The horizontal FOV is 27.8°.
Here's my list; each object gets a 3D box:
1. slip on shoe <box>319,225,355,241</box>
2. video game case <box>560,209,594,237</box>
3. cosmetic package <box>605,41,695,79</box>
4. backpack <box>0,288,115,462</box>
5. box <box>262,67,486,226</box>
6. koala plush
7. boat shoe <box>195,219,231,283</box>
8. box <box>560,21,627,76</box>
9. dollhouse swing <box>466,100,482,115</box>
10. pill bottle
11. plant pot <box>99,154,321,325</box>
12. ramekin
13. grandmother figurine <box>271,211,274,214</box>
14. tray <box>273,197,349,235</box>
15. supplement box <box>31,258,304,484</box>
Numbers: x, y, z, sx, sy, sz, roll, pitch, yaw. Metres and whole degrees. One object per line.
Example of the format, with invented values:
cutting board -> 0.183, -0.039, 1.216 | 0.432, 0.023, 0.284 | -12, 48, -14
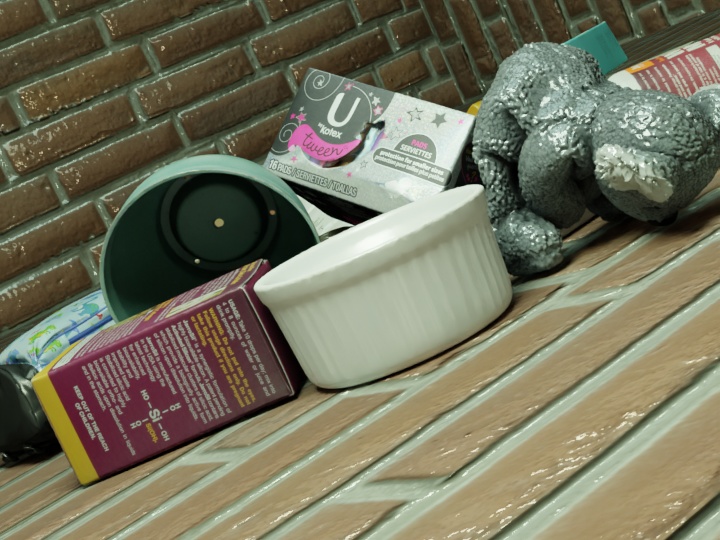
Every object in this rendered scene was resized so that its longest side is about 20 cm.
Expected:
slip on shoe -> 0.000, 0.000, 1.516 | 0.076, 0.061, 0.200 | -24, -11, 6
video game case -> 0.172, -0.095, 1.449 | 0.182, 0.024, 0.200 | 17, 33, 36
cosmetic package -> 0.276, -0.155, 1.549 | 0.200, 0.104, 0.073 | -21, 9, 34
backpack -> -0.287, 0.098, 1.493 | 0.200, 0.154, 0.163 | -14, -6, -33
box -> 0.034, -0.097, 1.354 | 0.200, 0.115, 0.132 | 20, -7, 35
koala plush -> 0.208, -0.099, 1.184 | 0.177, 0.184, 0.200 | -29, 20, -30
boat shoe -> -0.146, -0.007, 1.506 | 0.072, 0.065, 0.200 | -15, 28, 8
box -> 0.202, -0.197, 1.442 | 0.082, 0.049, 0.200 | -29, 4, 25
dollhouse swing -> 0.104, -0.161, 1.804 | 0.200, 0.182, 0.176 | -27, -35, -20
pill bottle -> 0.294, -0.147, 1.359 | 0.199, 0.110, 0.110 | -20, 7, -1
plant pot -> -0.133, -0.023, 1.341 | 0.200, 0.201, 0.134 | -23, 24, 8
ramekin -> 0.024, 0.015, 1.164 | 0.200, 0.098, 0.200 | -24, 8, 3
grandmother figurine -> -0.117, -0.038, 1.783 | 0.121, 0.061, 0.200 | -3, -38, -19
tray -> -0.050, -0.045, 1.622 | 0.200, 0.107, 0.022 | -50, -16, -29
supplement box -> -0.156, 0.083, 1.234 | 0.200, 0.103, 0.131 | -24, 7, 9
